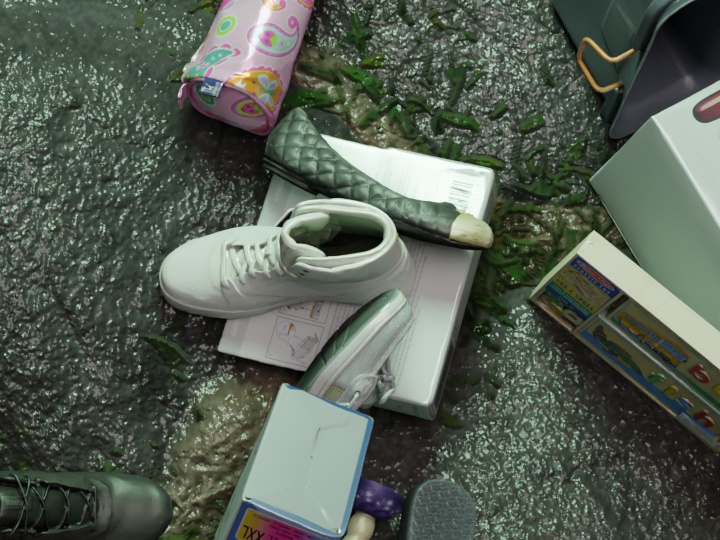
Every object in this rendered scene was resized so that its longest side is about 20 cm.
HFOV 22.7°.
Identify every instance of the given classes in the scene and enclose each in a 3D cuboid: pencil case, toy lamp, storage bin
[{"bbox_3d":[-0.077,-0.208,1.424,0.087,0.087,0.202,22,72,-5],"label":"pencil case"},{"bbox_3d":[-0.024,0.252,1.313,0.058,0.058,0.202,22,71,-5],"label":"toy lamp"},{"bbox_3d":[0.225,-0.220,1.442,0.145,0.200,0.135,-26,69,-18],"label":"storage bin"}]

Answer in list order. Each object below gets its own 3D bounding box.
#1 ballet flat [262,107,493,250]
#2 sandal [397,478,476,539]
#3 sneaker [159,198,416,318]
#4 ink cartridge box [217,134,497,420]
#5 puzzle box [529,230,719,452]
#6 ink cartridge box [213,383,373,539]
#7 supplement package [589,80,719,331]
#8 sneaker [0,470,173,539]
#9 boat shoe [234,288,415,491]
[{"bbox_3d":[0.014,-0.066,1.365,0.199,0.066,0.057,26,89,17],"label":"ballet flat"},{"bbox_3d":[0.041,0.257,1.338,0.076,0.043,0.202,26,65,-14],"label":"sandal"},{"bbox_3d":[-0.063,-0.016,1.332,0.198,0.116,0.074,-4,70,7],"label":"sneaker"},{"bbox_3d":[0.000,0.000,1.402,0.172,0.044,0.202,13,71,13],"label":"ink cartridge box"},{"bbox_3d":[0.230,0.059,1.384,0.200,0.133,0.025,39,70,2],"label":"puzzle box"},{"bbox_3d":[-0.067,0.200,1.251,0.076,0.201,0.137,24,33,-4],"label":"ink cartridge box"},{"bbox_3d":[0.295,-0.034,1.412,0.110,0.156,0.201,-28,82,-17],"label":"supplement package"},{"bbox_3d":[-0.231,0.176,1.275,0.198,0.091,0.077,-2,72,-14],"label":"sneaker"},{"bbox_3d":[-0.017,0.103,1.318,0.064,0.074,0.203,33,102,-7],"label":"boat shoe"}]
